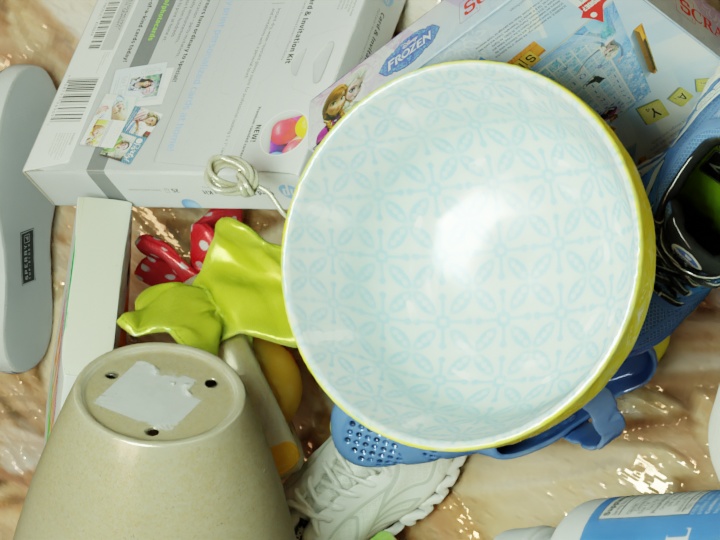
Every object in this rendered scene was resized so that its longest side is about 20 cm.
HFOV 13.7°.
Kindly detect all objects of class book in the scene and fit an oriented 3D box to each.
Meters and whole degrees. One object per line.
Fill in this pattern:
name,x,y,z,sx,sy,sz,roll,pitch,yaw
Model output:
book,-0.163,0.072,1.785,0.048,0.134,0.200,7,140,-5

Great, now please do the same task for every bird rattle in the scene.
bird rattle,-0.082,0.047,1.750,0.113,0.200,0.163,-23,94,-10

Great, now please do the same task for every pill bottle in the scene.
pill bottle,0.168,0.177,1.635,0.200,0.112,0.112,-8,92,34

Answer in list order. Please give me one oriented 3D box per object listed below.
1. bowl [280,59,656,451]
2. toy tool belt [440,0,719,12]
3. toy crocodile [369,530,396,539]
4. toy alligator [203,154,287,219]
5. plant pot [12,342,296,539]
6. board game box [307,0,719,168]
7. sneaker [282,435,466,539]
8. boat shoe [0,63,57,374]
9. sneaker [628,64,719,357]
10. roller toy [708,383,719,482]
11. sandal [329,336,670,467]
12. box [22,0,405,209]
bowl,0.070,-0.003,1.547,0.200,0.108,0.201,-3,83,26
toy tool belt,0.102,-0.146,1.651,0.200,0.125,0.123,-32,39,30
toy crocodile,0.066,0.233,1.732,0.062,0.067,0.200,-42,80,30
toy alligator,0.000,0.000,1.645,0.200,0.059,0.054,31,157,11
plant pot,-0.113,0.147,1.644,0.187,0.187,0.200,26,131,29
board game box,0.111,-0.080,1.601,0.200,0.199,0.041,-34,37,32
sneaker,-0.008,0.132,1.767,0.075,0.081,0.200,48,118,21
boat shoe,-0.231,-0.034,1.903,0.057,0.069,0.200,12,105,33
sneaker,0.167,-0.023,1.555,0.078,0.089,0.200,29,130,-1
roller toy,0.276,0.058,1.490,0.200,0.183,0.140,19,126,9
sandal,0.074,0.071,1.663,0.200,0.087,0.080,-18,126,19
box,-0.085,-0.111,1.760,0.200,0.041,0.156,0,58,34
